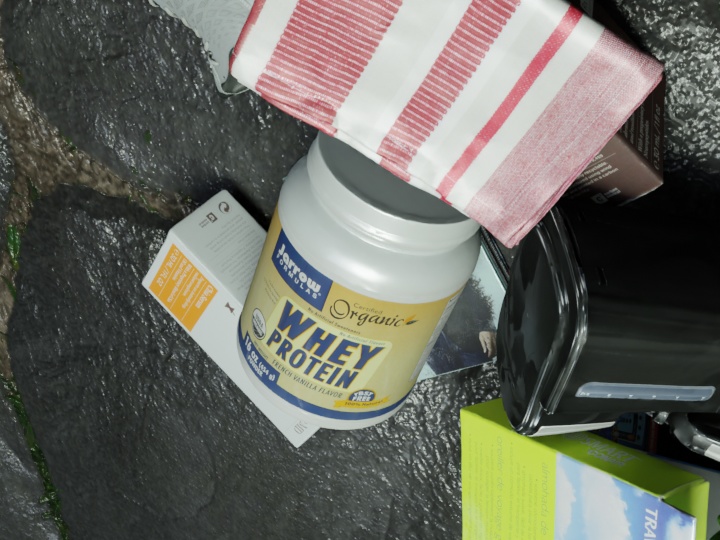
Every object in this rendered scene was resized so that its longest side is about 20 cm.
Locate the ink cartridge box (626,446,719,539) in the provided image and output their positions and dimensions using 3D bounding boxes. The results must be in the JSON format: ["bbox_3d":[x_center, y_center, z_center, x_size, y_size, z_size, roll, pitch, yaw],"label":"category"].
[{"bbox_3d":[0.197,0.233,0.802,0.145,0.086,0.201,13,127,9],"label":"ink cartridge box"}]

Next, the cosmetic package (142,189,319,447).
[{"bbox_3d":[-0.084,0.042,0.897,0.200,0.071,0.101,45,143,3],"label":"cosmetic package"}]

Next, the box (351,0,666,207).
[{"bbox_3d":[0.094,-0.129,0.620,0.200,0.101,0.075,36,137,-26],"label":"box"}]

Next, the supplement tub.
[{"bbox_3d":[0.000,0.000,0.750,0.144,0.144,0.201,33,131,13],"label":"supplement tub"}]

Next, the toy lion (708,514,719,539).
[{"bbox_3d":[0.283,0.141,0.628,0.192,0.199,0.069,-40,70,59],"label":"toy lion"}]

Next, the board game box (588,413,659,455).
[{"bbox_3d":[0.172,0.101,0.794,0.102,0.019,0.201,6,120,18],"label":"board game box"}]

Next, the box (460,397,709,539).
[{"bbox_3d":[0.140,0.165,0.659,0.200,0.047,0.123,18,114,55],"label":"box"}]

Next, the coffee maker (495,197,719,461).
[{"bbox_3d":[0.194,0.016,0.621,0.198,0.135,0.193,5,110,-12],"label":"coffee maker"}]

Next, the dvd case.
[{"bbox_3d":[0.039,-0.010,0.828,0.145,0.022,0.201,-18,105,40],"label":"dvd case"}]

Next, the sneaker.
[{"bbox_3d":[-0.125,-0.188,0.799,0.199,0.075,0.116,17,127,24],"label":"sneaker"}]

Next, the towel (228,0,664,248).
[{"bbox_3d":[0.036,-0.106,0.557,0.199,0.023,0.144,30,135,-5],"label":"towel"}]
